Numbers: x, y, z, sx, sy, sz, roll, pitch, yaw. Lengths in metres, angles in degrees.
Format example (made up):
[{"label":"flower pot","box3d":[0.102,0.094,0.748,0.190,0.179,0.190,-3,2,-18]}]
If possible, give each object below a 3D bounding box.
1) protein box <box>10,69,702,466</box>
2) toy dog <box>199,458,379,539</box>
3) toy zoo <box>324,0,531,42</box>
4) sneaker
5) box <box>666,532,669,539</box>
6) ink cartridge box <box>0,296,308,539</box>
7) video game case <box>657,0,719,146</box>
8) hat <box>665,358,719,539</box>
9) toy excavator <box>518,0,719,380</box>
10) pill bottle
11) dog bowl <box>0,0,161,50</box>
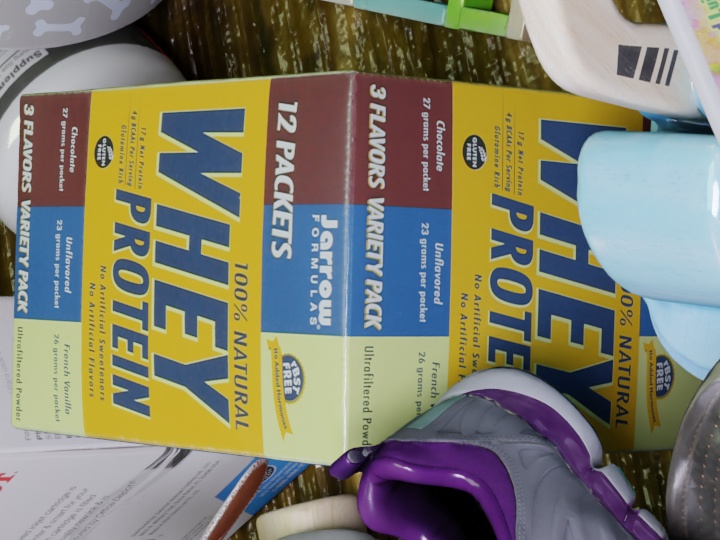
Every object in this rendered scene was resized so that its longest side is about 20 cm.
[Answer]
[{"label":"protein box","box3d":[0.000,0.000,0.902,0.199,0.198,0.136,1,90,47]},{"label":"toy dog","box3d":[-0.026,0.140,0.955,0.096,0.200,0.133,-23,96,27]},{"label":"toy zoo","box3d":[0.019,-0.179,1.021,0.199,0.020,0.132,19,102,46]},{"label":"sneaker","box3d":[0.076,0.120,0.729,0.200,0.087,0.075,43,129,23]},{"label":"box","box3d":[0.092,0.163,0.868,0.199,0.097,0.125,-10,81,46]},{"label":"ink cartridge box","box3d":[-0.135,0.081,1.045,0.146,0.199,0.085,-43,59,37]},{"label":"video game case","box3d":[0.170,-0.111,0.674,0.181,0.024,0.201,-16,113,28]},{"label":"hat","box3d":[0.200,0.090,0.750,0.199,0.081,0.202,3,98,22]},{"label":"toy excavator","box3d":[0.111,-0.056,0.778,0.100,0.199,0.196,7,96,46]},{"label":"pill bottle","box3d":[-0.151,-0.083,1.135,0.200,0.113,0.114,47,121,38]},{"label":"dog bowl","box3d":[-0.172,-0.178,1.111,0.200,0.199,0.059,47,144,38]}]
